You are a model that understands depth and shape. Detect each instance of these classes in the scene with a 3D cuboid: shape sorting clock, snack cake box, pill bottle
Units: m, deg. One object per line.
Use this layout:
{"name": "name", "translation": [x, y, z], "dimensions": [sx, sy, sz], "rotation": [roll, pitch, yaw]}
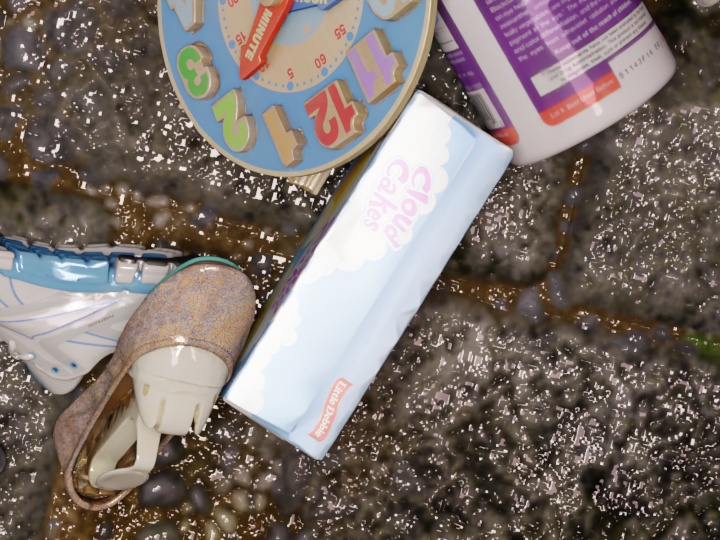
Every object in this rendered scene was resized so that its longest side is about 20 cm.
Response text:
{"name": "shape sorting clock", "translation": [-0.039, -0.152, 1.490], "dimensions": [0.199, 0.039, 0.201], "rotation": [4, 97, 36]}
{"name": "snack cake box", "translation": [0.000, 0.000, 1.510], "dimensions": [0.067, 0.115, 0.201], "rotation": [32, 90, -4]}
{"name": "pill bottle", "translation": [0.082, -0.170, 1.502], "dimensions": [0.111, 0.111, 0.201], "rotation": [-31, 99, -1]}

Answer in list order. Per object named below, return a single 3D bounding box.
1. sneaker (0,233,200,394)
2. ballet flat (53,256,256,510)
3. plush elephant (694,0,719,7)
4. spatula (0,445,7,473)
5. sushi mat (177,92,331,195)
{"name": "sneaker", "translation": [-0.187, 0.025, 1.524], "dimensions": [0.199, 0.075, 0.087], "rotation": [7, 99, -6]}
{"name": "ballet flat", "translation": [-0.110, 0.071, 1.478], "dimensions": [0.068, 0.200, 0.068], "rotation": [13, 51, -22]}
{"name": "plush elephant", "translation": [0.280, -0.173, 1.490], "dimensions": [0.154, 0.165, 0.201], "rotation": [-23, 74, -41]}
{"name": "spatula", "translation": [-0.264, 0.035, 1.545], "dimensions": [0.056, 0.021, 0.200], "rotation": [-38, 96, -18]}
{"name": "sushi mat", "translation": [-0.016, -0.152, 1.556], "dimensions": [0.095, 0.012, 0.201], "rotation": [30, 90, -4]}
